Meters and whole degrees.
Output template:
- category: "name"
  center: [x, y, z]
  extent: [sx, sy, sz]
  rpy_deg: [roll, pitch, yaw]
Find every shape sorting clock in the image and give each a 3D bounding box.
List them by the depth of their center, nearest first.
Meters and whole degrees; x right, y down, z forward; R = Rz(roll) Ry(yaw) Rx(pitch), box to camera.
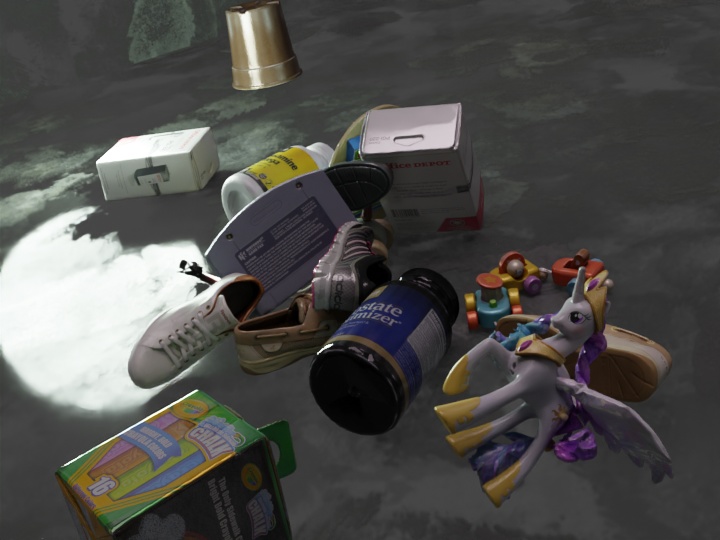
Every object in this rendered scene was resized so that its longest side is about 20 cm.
- category: "shape sorting clock"
  center: [0.019, -0.158, 1.379]
  extent: [0.199, 0.202, 0.039]
  rpy_deg: [-30, 50, -34]

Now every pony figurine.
- category: "pony figurine"
  center: [0.175, 0.118, 0.815]
  extent: [0.199, 0.194, 0.166]
  rpy_deg: [-36, 27, -8]

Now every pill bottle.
- category: "pill bottle"
  center: [0.035, 0.081, 0.992]
  extent: [0.110, 0.114, 0.200]
  rpy_deg: [4, 30, 28]
- category: "pill bottle"
  center: [-0.125, -0.139, 1.496]
  extent: [0.111, 0.114, 0.199]
  rpy_deg: [14, 35, 41]

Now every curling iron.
- category: "curling iron"
  center: [-0.204, 0.021, 1.298]
  extent: [0.198, 0.026, 0.049]
  rpy_deg: [23, 4, 43]

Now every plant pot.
- category: "plant pot"
  center: [-0.270, -0.614, 2.409]
  extent: [0.196, 0.201, 0.201]
  rpy_deg: [-9, 25, 4]

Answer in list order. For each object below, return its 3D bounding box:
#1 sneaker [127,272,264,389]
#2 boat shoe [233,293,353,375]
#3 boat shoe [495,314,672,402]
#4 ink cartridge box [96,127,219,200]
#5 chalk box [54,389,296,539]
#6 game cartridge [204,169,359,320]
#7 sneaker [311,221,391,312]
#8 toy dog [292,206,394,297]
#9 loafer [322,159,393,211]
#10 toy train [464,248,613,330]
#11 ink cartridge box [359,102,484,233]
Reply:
- category: "sneaker"
  center: [-0.201, 0.068, 1.105]
  extent: [0.200, 0.073, 0.084]
  rpy_deg: [-44, 17, -24]
- category: "boat shoe"
  center: [-0.062, 0.065, 1.116]
  extent: [0.197, 0.066, 0.071]
  rpy_deg: [-22, 28, -23]
- category: "boat shoe"
  center: [0.237, 0.088, 0.959]
  extent: [0.069, 0.075, 0.198]
  rpy_deg: [-17, 25, -41]
- category: "ink cartridge box"
  center: [-0.393, -0.209, 1.759]
  extent: [0.196, 0.086, 0.146]
  rpy_deg: [-4, 27, 10]
- category: "chalk box"
  center: [-0.147, 0.201, 0.810]
  extent: [0.198, 0.126, 0.123]
  rpy_deg: [-27, 30, -32]
- category: "game cartridge"
  center: [-0.105, -0.040, 1.213]
  extent: [0.199, 0.134, 0.041]
  rpy_deg: [-37, 10, -11]
- category: "sneaker"
  center: [0.000, 0.000, 1.124]
  extent: [0.086, 0.075, 0.200]
  rpy_deg: [13, 24, 8]
- category: "toy dog"
  center: [-0.043, -0.047, 1.297]
  extent: [0.197, 0.098, 0.132]
  rpy_deg: [-16, 26, -10]
- category: "loafer"
  center: [-0.038, -0.118, 1.275]
  extent: [0.197, 0.073, 0.063]
  rpy_deg: [-16, 20, 28]
- category: "toy train"
  center: [0.216, 0.016, 1.116]
  extent: [0.149, 0.056, 0.199]
  rpy_deg: [13, 35, 41]
- category: "ink cartridge box"
  center: [0.094, -0.144, 1.307]
  extent: [0.143, 0.201, 0.086]
  rpy_deg: [-1, 60, 18]
